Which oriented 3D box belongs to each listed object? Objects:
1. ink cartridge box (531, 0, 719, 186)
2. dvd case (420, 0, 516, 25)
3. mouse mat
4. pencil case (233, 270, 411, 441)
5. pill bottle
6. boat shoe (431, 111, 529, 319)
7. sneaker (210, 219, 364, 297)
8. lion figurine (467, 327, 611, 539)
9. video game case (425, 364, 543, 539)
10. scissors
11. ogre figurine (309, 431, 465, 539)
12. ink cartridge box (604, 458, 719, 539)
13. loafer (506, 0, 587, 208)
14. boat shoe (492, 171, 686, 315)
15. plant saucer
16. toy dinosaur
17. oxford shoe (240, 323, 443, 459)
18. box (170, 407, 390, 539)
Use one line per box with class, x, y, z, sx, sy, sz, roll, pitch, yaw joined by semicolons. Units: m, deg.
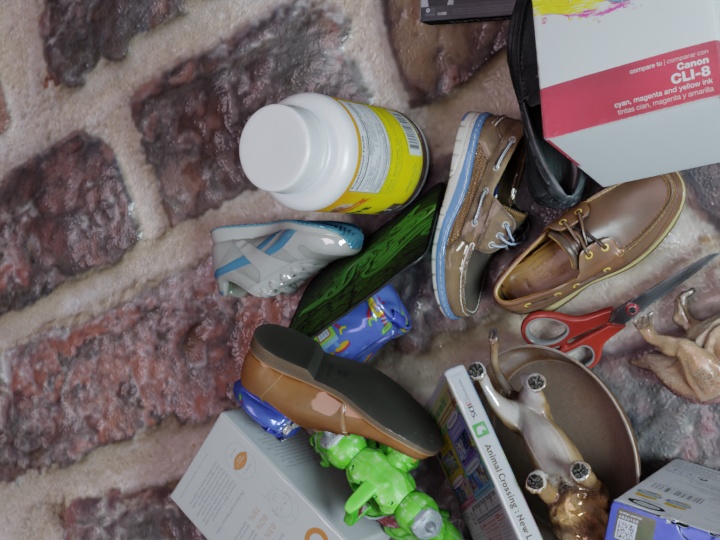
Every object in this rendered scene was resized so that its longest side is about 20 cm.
ink cartridge box;0.231;-0.193;0.866;0.145;0.145;0.200;-12;72;31
dvd case;0.130;-0.341;1.018;0.150;0.025;0.200;4;93;32
mouse mat;0.000;0.000;1.041;0.200;0.161;0.008;-36;107;26
pencil case;-0.038;0.088;1.077;0.200;0.078;0.087;-42;50;12
pill bottle;-0.024;-0.109;1.015;0.109;0.200;0.109;1;91;32
boat shoe;0.118;-0.049;1.004;0.072;0.072;0.200;10;96;30
sneaker;-0.076;-0.013;1.126;0.200;0.076;0.081;-5;87;41
lion figurine;0.158;0.153;0.909;0.072;0.122;0.200;-23;59;11
video game case;0.107;0.191;0.952;0.022;0.200;0.182;-21;73;-9
scissors;0.238;0.045;0.960;0.200;0.014;0.073;-22;104;23
ogre figurine;0.025;0.213;1.031;0.098;0.120;0.200;-28;68;-4
ink cartridge box;0.275;0.219;0.838;0.136;0.200;0.076;14;99;31
loafer;0.173;-0.156;0.952;0.068;0.070;0.201;-6;90;-7
boat shoe;0.202;-0.022;0.955;0.200;0.068;0.072;-39;71;26
plant saucer;0.176;0.163;0.969;0.200;0.034;0.200;13;108;46
toy dinosaur;0.314;0.072;0.884;0.200;0.086;0.136;-33;81;34
oxford shoe;-0.018;0.124;0.983;0.200;0.071;0.071;28;117;5
box;-0.082;0.253;1.120;0.200;0.097;0.124;42;111;25
